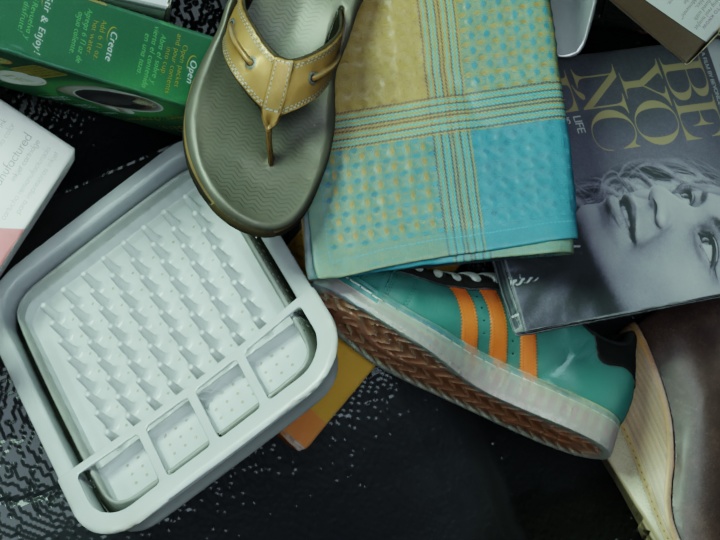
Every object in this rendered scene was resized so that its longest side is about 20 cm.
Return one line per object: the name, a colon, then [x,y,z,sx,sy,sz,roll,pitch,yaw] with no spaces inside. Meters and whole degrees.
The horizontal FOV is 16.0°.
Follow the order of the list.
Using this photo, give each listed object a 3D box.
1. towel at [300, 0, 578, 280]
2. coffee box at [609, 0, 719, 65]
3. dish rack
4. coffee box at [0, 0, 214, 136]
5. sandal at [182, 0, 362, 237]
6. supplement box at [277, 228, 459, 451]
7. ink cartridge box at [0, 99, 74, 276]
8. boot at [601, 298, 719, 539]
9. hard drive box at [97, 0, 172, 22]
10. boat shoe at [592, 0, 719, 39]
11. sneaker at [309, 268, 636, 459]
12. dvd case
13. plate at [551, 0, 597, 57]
towel: [0.034,-0.098,1.358,0.145,0.022,0.202,-6,78,-1]
coffee box: [0.122,-0.212,1.317,0.200,0.115,0.080,39,117,-8]
dish rack: [-0.103,0.039,1.392,0.171,0.044,0.200,-37,51,6]
coffee box: [-0.143,-0.114,1.370,0.199,0.123,0.044,15,84,-31]
sandal: [-0.034,-0.117,1.320,0.081,0.055,0.201,23,77,-4]
supplement box: [0.000,0.000,1.438,0.067,0.069,0.200,43,86,-23]
ink cartridge box: [-0.271,-0.072,1.418,0.199,0.067,0.117,33,86,-4]
boot: [0.228,0.102,1.459,0.166,0.072,0.201,-31,88,-3]
hard drive box: [-0.194,-0.185,1.386,0.198,0.156,0.077,12,86,-6]
boat shoe: [0.164,-0.171,1.451,0.200,0.063,0.074,5,97,-14]
sneaker: [0.065,0.028,1.404,0.199,0.071,0.080,28,71,-20]
dvd case: [0.147,-0.050,1.414,0.199,0.016,0.150,-9,76,-31]
plate: [0.049,-0.234,1.392,0.198,0.032,0.202,13,99,-5]
